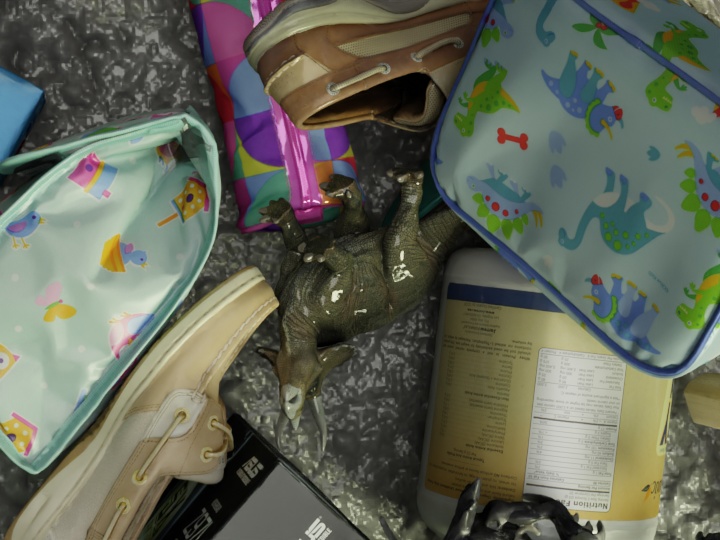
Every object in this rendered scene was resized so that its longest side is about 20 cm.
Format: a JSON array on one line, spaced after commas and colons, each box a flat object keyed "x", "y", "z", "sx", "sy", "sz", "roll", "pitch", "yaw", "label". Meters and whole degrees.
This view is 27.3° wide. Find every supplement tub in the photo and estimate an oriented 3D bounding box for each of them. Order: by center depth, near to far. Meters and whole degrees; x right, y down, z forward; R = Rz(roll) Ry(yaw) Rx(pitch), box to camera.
[{"x": 0.109, "y": 0.092, "z": 0.876, "sx": 0.144, "sy": 0.144, "sz": 0.201, "roll": 7, "pitch": 91, "yaw": -11, "label": "supplement tub"}]

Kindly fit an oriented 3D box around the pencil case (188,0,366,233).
[{"x": -0.054, "y": -0.122, "z": 0.869, "sx": 0.088, "sy": 0.088, "sz": 0.201, "roll": -14, "pitch": 96, "yaw": -10, "label": "pencil case"}]

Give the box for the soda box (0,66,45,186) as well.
[{"x": -0.281, "y": -0.119, "z": 0.832, "sx": 0.200, "sy": 0.068, "sz": 0.064, "roll": 28, "pitch": 86, "yaw": -11, "label": "soda box"}]

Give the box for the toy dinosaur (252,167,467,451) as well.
[{"x": 0.000, "y": 0.000, "z": 0.840, "sx": 0.200, "sy": 0.077, "sz": 0.103, "roll": -39, "pitch": 135, "yaw": -31, "label": "toy dinosaur"}]

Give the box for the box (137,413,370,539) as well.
[{"x": -0.083, "y": 0.176, "z": 0.812, "sx": 0.086, "sy": 0.200, "sz": 0.164, "roll": 44, "pitch": 84, "yaw": -9, "label": "box"}]

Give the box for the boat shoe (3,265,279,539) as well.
[{"x": -0.100, "y": 0.090, "z": 0.778, "sx": 0.069, "sy": 0.074, "sz": 0.200, "roll": 39, "pitch": 91, "yaw": 6, "label": "boat shoe"}]

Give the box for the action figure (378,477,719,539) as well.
[{"x": 0.105, "y": 0.173, "z": 0.760, "sx": 0.199, "sy": 0.102, "sz": 0.119, "roll": 6, "pitch": 115, "yaw": 0, "label": "action figure"}]

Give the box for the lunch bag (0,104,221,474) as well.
[{"x": -0.151, "y": -0.010, "z": 0.807, "sx": 0.122, "sy": 0.170, "sz": 0.200, "roll": 36, "pitch": 90, "yaw": -10, "label": "lunch bag"}]

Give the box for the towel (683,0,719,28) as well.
[{"x": 0.178, "y": -0.241, "z": 0.912, "sx": 0.200, "sy": 0.034, "sz": 0.133, "roll": 38, "pitch": 61, "yaw": -11, "label": "towel"}]

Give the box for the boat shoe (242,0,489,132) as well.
[{"x": 0.030, "y": -0.111, "z": 0.828, "sx": 0.199, "sy": 0.076, "sz": 0.072, "roll": -11, "pitch": 70, "yaw": -30, "label": "boat shoe"}]

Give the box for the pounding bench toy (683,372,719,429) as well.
[{"x": 0.293, "y": 0.149, "z": 0.923, "sx": 0.199, "sy": 0.124, "sz": 0.157, "roll": 6, "pitch": 91, "yaw": -11, "label": "pounding bench toy"}]

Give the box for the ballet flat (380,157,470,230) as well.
[{"x": 0.094, "y": -0.078, "z": 0.910, "sx": 0.063, "sy": 0.069, "sz": 0.200, "roll": 40, "pitch": 85, "yaw": -23, "label": "ballet flat"}]

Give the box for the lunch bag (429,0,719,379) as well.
[{"x": 0.133, "y": -0.054, "z": 0.750, "sx": 0.082, "sy": 0.200, "sz": 0.161, "roll": -17, "pitch": 139, "yaw": -42, "label": "lunch bag"}]
